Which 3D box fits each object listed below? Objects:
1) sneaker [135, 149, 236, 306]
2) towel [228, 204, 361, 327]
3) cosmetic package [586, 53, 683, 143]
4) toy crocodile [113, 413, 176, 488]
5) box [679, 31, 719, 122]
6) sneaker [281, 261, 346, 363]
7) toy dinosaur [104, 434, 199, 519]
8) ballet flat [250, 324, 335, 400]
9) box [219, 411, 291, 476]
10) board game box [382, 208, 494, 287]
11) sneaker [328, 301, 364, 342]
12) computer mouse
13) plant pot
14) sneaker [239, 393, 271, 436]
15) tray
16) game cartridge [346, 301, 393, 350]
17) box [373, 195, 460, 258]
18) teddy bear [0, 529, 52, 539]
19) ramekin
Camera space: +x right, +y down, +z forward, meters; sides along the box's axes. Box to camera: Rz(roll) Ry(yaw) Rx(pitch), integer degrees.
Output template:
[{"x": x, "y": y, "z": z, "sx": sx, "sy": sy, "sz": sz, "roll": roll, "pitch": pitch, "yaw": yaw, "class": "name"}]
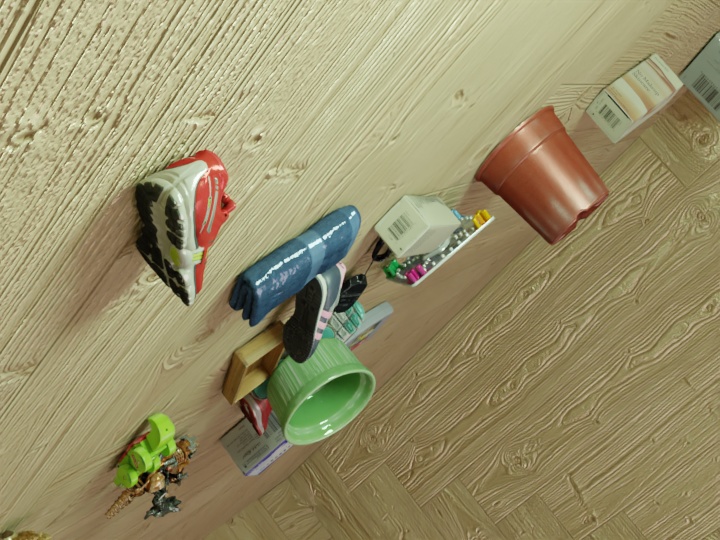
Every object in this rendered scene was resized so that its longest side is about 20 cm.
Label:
[{"x": -0.149, "y": -0.036, "z": 0.810, "sx": 0.085, "sy": 0.077, "sz": 0.201, "roll": -41, "pitch": 170, "yaw": -27, "class": "sneaker"}, {"x": -0.082, "y": -0.008, "z": 1.205, "sx": 0.199, "sy": 0.049, "sz": 0.112, "roll": -35, "pitch": 167, "yaw": -28, "class": "towel"}, {"x": 0.609, "y": -0.384, "z": 1.987, "sx": 0.199, "sy": 0.104, "sz": 0.087, "roll": -36, "pitch": 170, "yaw": -29, "class": "cosmetic package"}, {"x": -0.355, "y": 0.298, "z": 1.452, "sx": 0.067, "sy": 0.062, "sz": 0.200, "roll": -30, "pitch": 169, "yaw": -44, "class": "toy crocodile"}, {"x": 1.074, "y": -0.577, "z": 2.571, "sx": 0.170, "sy": 0.200, "sz": 0.201, "roll": -35, "pitch": 168, "yaw": -29, "class": "box"}, {"x": -0.068, "y": 0.068, "z": 1.428, "sx": 0.082, "sy": 0.070, "sz": 0.202, "roll": -32, "pitch": 155, "yaw": -41, "class": "sneaker"}, {"x": -0.382, "y": 0.378, "z": 1.638, "sx": 0.197, "sy": 0.103, "sz": 0.137, "roll": -15, "pitch": 143, "yaw": -26, "class": "toy dinosaur"}, {"x": -0.134, "y": 0.164, "z": 1.702, "sx": 0.199, "sy": 0.068, "sz": 0.064, "roll": -40, "pitch": -164, "yaw": -2, "class": "ballet flat"}, {"x": -0.217, "y": 0.384, "z": 2.111, "sx": 0.183, "sy": 0.105, "sz": 0.200, "roll": -39, "pitch": 170, "yaw": -4, "class": "box"}, {"x": 0.141, "y": -0.048, "z": 1.698, "sx": 0.199, "sy": 0.026, "sz": 0.200, "roll": -40, "pitch": -169, "yaw": -8, "class": "board game box"}, {"x": -0.064, "y": 0.140, "z": 1.783, "sx": 0.199, "sy": 0.078, "sz": 0.091, "roll": -40, "pitch": 173, "yaw": 4, "class": "sneaker"}, {"x": 0.000, "y": 0.000, "z": 1.587, "sx": 0.058, "sy": 0.034, "sz": 0.201, "roll": -1, "pitch": 136, "yaw": -47, "class": "computer mouse"}, {"x": 0.353, "y": -0.169, "z": 1.689, "sx": 0.200, "sy": 0.196, "sz": 0.201, "roll": -39, "pitch": 169, "yaw": -9, "class": "plant pot"}, {"x": -0.187, "y": 0.273, "z": 1.864, "sx": 0.115, "sy": 0.079, "sz": 0.200, "roll": -36, "pitch": 169, "yaw": -15, "class": "sneaker"}, {"x": -0.183, "y": 0.162, "z": 1.550, "sx": 0.098, "sy": 0.037, "sz": 0.201, "roll": -35, "pitch": 166, "yaw": -28, "class": "tray"}, {"x": -0.008, "y": 0.147, "z": 2.098, "sx": 0.199, "sy": 0.041, "sz": 0.134, "roll": -32, "pitch": 161, "yaw": -42, "class": "game cartridge"}, {"x": 0.099, "y": -0.076, "z": 1.514, "sx": 0.082, "sy": 0.069, "sz": 0.200, "roll": -43, "pitch": 169, "yaw": 17, "class": "box"}, {"x": -0.555, "y": 0.449, "z": 1.348, "sx": 0.144, "sy": 0.068, "sz": 0.200, "roll": -13, "pitch": 158, "yaw": -49, "class": "teddy bear"}, {"x": -0.078, "y": 0.220, "z": 1.660, "sx": 0.198, "sy": 0.098, "sz": 0.202, "roll": -26, "pitch": 146, "yaw": -19, "class": "ramekin"}]
